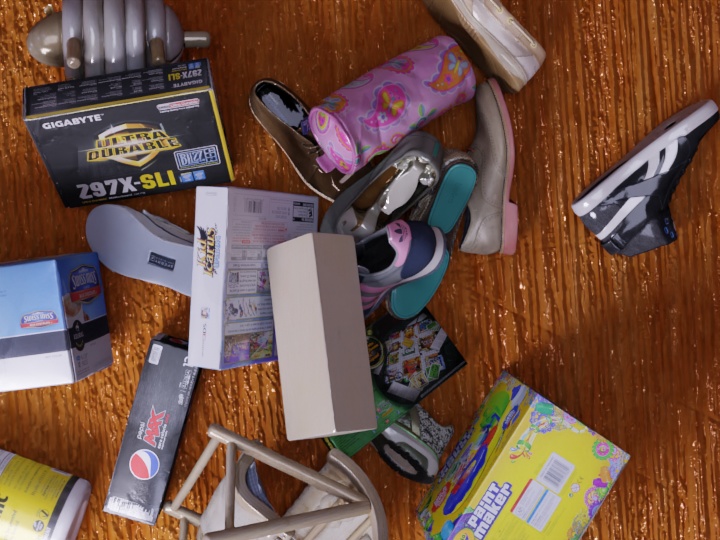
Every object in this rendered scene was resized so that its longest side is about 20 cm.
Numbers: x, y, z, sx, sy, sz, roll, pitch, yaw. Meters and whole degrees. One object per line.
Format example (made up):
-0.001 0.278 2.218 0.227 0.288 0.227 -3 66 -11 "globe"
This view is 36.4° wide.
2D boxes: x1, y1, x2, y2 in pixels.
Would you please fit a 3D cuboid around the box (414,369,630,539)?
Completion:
0.170 0.237 1.204 0.121 0.193 0.201 33 89 -4 "box"

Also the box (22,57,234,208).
-0.246 -0.145 1.189 0.197 0.160 0.050 -9 60 -3 "box"

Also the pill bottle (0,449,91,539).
-0.411 0.255 1.216 0.197 0.111 0.113 20 91 -3 "pill bottle"

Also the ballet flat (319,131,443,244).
0.017 -0.072 1.206 0.067 0.064 0.200 34 122 -18 "ballet flat"

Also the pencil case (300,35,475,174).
0.034 -0.183 1.209 0.199 0.087 0.088 -35 94 -24 "pencil case"

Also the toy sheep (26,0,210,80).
-0.263 -0.248 1.199 0.197 0.138 0.140 0 92 -16 "toy sheep"

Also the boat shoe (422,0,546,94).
0.134 -0.297 1.250 0.069 0.074 0.201 -40 94 -13 "boat shoe"

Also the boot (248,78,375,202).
-0.051 -0.139 1.240 0.200 0.075 0.074 43 88 -4 "boot"

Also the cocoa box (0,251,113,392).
-0.388 0.058 1.187 0.197 0.133 0.133 -7 93 6 "cocoa box"

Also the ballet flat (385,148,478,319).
0.076 -0.045 1.246 0.067 0.075 0.202 16 105 -22 "ballet flat"

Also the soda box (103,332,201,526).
-0.231 0.178 1.242 0.062 0.071 0.203 16 91 -4 "soda box"

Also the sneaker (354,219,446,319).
0.000 0.000 1.201 0.199 0.081 0.071 -38 54 36 "sneaker"

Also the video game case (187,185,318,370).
-0.112 0.006 1.183 0.045 0.199 0.184 3 91 25 "video game case"

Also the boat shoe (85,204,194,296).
-0.215 -0.022 1.238 0.200 0.086 0.076 19 97 26 "boat shoe"

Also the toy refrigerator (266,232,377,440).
-0.039 0.069 1.136 0.069 0.075 0.203 3 75 -45 "toy refrigerator"

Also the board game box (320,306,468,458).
0.021 0.117 1.223 0.199 0.023 0.105 -33 86 -31 "board game box"

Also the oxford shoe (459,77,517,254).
0.138 -0.117 1.252 0.074 0.070 0.203 -4 92 0 "oxford shoe"

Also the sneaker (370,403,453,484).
0.029 0.153 1.269 0.200 0.077 0.089 46 58 -2 "sneaker"

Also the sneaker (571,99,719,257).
0.352 -0.096 1.268 0.199 0.073 0.112 -39 96 7 "sneaker"

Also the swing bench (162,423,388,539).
-0.096 0.278 1.169 0.197 0.199 0.131 12 51 -20 "swing bench"
